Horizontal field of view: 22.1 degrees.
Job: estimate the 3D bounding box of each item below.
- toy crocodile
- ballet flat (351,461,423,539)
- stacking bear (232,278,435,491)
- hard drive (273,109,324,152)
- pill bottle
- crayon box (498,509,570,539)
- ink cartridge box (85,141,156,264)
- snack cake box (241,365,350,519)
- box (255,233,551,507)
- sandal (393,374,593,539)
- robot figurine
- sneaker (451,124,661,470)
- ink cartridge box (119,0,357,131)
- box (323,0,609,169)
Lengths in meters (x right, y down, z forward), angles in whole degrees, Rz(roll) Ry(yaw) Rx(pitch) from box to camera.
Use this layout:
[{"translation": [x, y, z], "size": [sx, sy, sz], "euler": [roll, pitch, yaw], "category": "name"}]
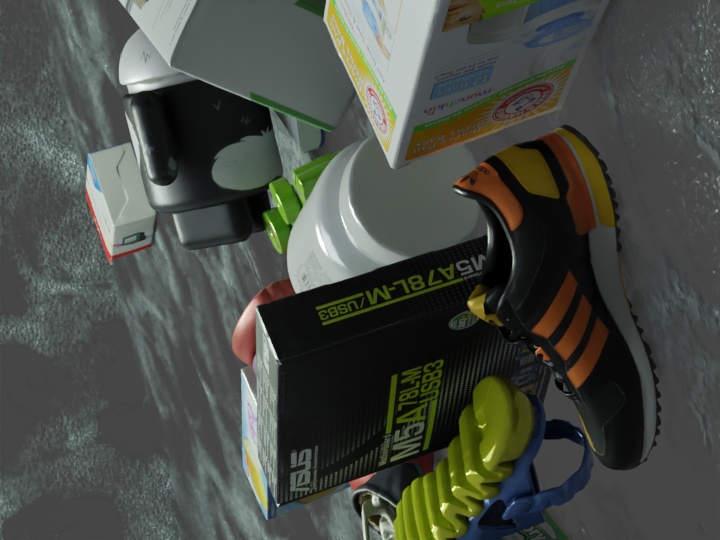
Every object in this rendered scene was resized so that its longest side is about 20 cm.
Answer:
[{"translation": [-0.037, -0.047, 1.531], "size": [0.062, 0.067, 0.200], "euler": [62, 167, 12], "category": "toy crocodile"}, {"translation": [0.042, 0.205, 1.312], "size": [0.200, 0.073, 0.074], "euler": [-128, 24, -57], "category": "ballet flat"}, {"translation": [-0.012, 0.111, 1.555], "size": [0.200, 0.121, 0.114], "euler": [53, 130, 20], "category": "stacking bear"}, {"translation": [-0.084, -0.210, 1.585], "size": [0.200, 0.025, 0.133], "euler": [-124, 20, -46], "category": "hard drive"}, {"translation": [0.019, -0.029, 1.239], "size": [0.200, 0.114, 0.115], "euler": [128, 123, -74], "category": "pill bottle"}, {"translation": [0.131, 0.264, 1.291], "size": [0.200, 0.058, 0.174], "euler": [-130, 25, -56], "category": "crayon box"}, {"translation": [-0.348, -0.093, 2.663], "size": [0.200, 0.067, 0.117], "euler": [120, 130, -72], "category": "ink cartridge box"}, {"translation": [-0.047, 0.144, 1.713], "size": [0.201, 0.114, 0.067], "euler": [94, 153, -58], "category": "snack cake box"}, {"translation": [0.030, 0.059, 1.143], "size": [0.201, 0.192, 0.048], "euler": [96, 151, -58], "category": "box"}, {"translation": [0.083, 0.151, 1.185], "size": [0.200, 0.086, 0.080], "euler": [124, 152, -43], "category": "sandal"}, {"translation": [-0.138, -0.122, 1.586], "size": [0.150, 0.124, 0.202], "euler": [-158, 53, -74], "category": "robot figurine"}, {"translation": [0.104, 0.025, 1.028], "size": [0.070, 0.089, 0.202], "euler": [-148, 42, -69], "category": "sneaker"}, {"translation": [-0.092, -0.196, 1.361], "size": [0.085, 0.145, 0.200], "euler": [-62, 31, 14], "category": "ink cartridge box"}, {"translation": [0.055, -0.152, 0.943], "size": [0.200, 0.112, 0.102], "euler": [106, 142, -67], "category": "box"}]
